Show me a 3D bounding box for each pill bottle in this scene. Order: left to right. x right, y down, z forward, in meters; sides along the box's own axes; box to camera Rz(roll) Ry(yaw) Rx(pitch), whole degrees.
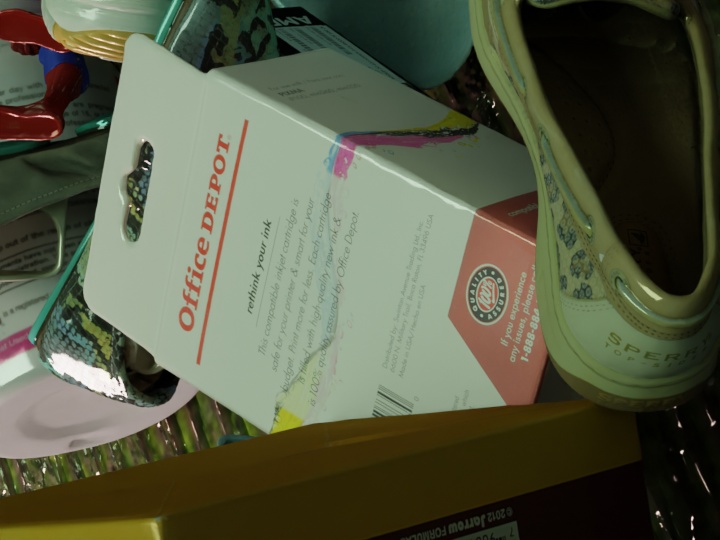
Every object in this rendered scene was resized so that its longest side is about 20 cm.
[{"bbox_3d":[-0.145,-0.029,1.140,0.113,0.113,0.200,-42,60,46],"label":"pill bottle"}]

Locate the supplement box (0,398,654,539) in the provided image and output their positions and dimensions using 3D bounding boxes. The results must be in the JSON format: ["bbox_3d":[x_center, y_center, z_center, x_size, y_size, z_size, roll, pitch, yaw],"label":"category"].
[{"bbox_3d":[-0.014,0.153,0.749,0.133,0.197,0.200,-8,91,44],"label":"supplement box"}]

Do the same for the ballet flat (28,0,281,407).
[{"bbox_3d":[-0.061,-0.028,0.972,0.074,0.074,0.200,57,136,35],"label":"ballet flat"}]

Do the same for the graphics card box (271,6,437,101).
[{"bbox_3d":[0.005,-0.003,0.976,0.200,0.051,0.126,36,123,38],"label":"graphics card box"}]

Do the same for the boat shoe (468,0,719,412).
[{"bbox_3d":[0.079,-0.058,0.784,0.063,0.073,0.200,104,158,-59],"label":"boat shoe"}]

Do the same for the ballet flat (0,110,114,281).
[{"bbox_3d":[-0.115,-0.034,1.057,0.067,0.200,0.064,-162,56,-79],"label":"ballet flat"}]

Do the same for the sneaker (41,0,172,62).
[{"bbox_3d":[-0.091,-0.160,1.018,0.200,0.076,0.088,-116,35,-54],"label":"sneaker"}]

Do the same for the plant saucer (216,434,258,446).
[{"bbox_3d":[-0.019,0.151,0.970,0.019,0.070,0.200,112,160,-51],"label":"plant saucer"}]

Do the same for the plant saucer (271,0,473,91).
[{"bbox_3d":[-0.006,-0.164,0.969,0.201,0.039,0.201,45,153,30],"label":"plant saucer"}]

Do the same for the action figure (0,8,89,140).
[{"bbox_3d":[-0.121,-0.118,1.083,0.200,0.052,0.065,-71,-11,-64],"label":"action figure"}]

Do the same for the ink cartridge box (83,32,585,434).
[{"bbox_3d":[0.000,0.000,0.885,0.200,0.067,0.117,30,119,32],"label":"ink cartridge box"}]
